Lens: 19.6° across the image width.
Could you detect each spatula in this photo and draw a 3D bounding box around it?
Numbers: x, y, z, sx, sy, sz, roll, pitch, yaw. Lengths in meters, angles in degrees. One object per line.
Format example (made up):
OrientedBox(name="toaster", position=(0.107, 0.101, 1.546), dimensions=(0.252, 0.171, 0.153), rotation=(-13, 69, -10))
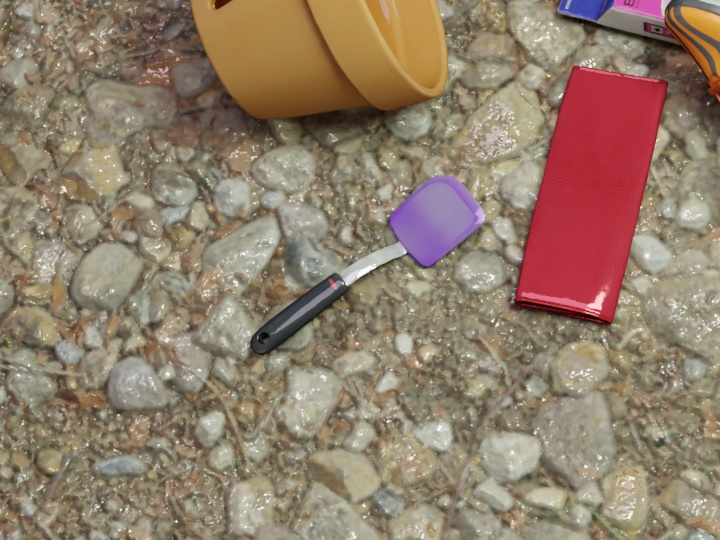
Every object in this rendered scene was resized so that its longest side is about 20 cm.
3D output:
OrientedBox(name="spatula", position=(0.000, 0.000, 1.554), dimensions=(0.200, 0.021, 0.057), rotation=(-34, 67, -6))

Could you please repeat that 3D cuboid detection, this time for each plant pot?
OrientedBox(name="plant pot", position=(-0.037, -0.201, 1.569), dimensions=(0.140, 0.200, 0.201), rotation=(-20, 63, 20))

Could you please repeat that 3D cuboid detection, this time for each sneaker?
OrientedBox(name="sneaker", position=(0.284, -0.108, 1.500), dimensions=(0.200, 0.078, 0.112), rotation=(37, 78, 0))

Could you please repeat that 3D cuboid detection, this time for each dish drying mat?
OrientedBox(name="dish drying mat", position=(0.173, -0.058, 1.553), dimensions=(0.077, 0.018, 0.201), rotation=(11, 68, 13))

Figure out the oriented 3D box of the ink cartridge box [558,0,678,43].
OrientedBox(name="ink cartridge box", position=(0.259, -0.220, 1.592), dimensions=(0.199, 0.037, 0.095), rotation=(16, 71, 17))
